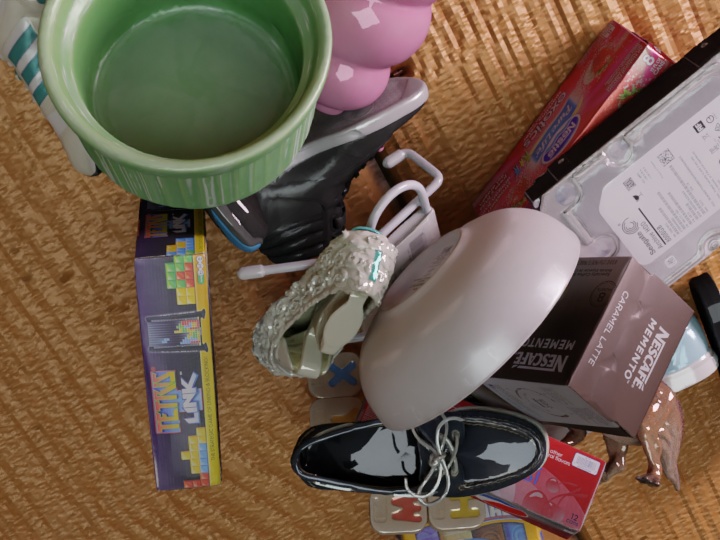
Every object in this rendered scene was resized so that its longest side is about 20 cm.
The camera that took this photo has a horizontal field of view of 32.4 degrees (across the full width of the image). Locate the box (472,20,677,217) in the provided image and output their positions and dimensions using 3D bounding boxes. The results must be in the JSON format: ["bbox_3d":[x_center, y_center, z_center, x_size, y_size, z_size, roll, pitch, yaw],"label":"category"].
[{"bbox_3d":[0.196,-0.091,1.026,0.100,0.096,0.200,32,106,-19],"label":"box"}]

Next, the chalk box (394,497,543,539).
[{"bbox_3d":[0.094,0.234,1.117,0.123,0.124,0.201,-11,81,-3],"label":"chalk box"}]

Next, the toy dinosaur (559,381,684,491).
[{"bbox_3d":[0.219,0.103,1.057,0.200,0.086,0.136,33,66,-6],"label":"toy dinosaur"}]

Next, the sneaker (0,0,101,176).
[{"bbox_3d":[-0.245,-0.170,0.965,0.093,0.070,0.201,0,118,15],"label":"sneaker"}]

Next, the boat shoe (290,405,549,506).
[{"bbox_3d":[0.045,0.140,0.954,0.199,0.062,0.075,2,88,7],"label":"boat shoe"}]

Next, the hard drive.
[{"bbox_3d":[0.245,-0.073,0.968,0.200,0.038,0.140,-38,114,9],"label":"hard drive"}]

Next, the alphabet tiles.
[{"bbox_3d":[0.052,0.125,1.074,0.195,0.015,0.201,-2,73,-1],"label":"alphabet tiles"}]

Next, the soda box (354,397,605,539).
[{"bbox_3d":[0.094,0.150,1.021,0.199,0.070,0.064,24,75,7],"label":"soda box"}]

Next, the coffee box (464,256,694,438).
[{"bbox_3d":[0.143,0.056,0.972,0.080,0.200,0.115,38,72,-26],"label":"coffee box"}]

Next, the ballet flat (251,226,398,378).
[{"bbox_3d":[-0.034,0.043,0.951,0.072,0.072,0.200,19,140,-14],"label":"ballet flat"}]

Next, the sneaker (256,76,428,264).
[{"bbox_3d":[-0.019,-0.079,1.025,0.200,0.071,0.099,-30,121,6],"label":"sneaker"}]

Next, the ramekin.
[{"bbox_3d":[-0.121,-0.142,0.883,0.199,0.098,0.201,1,70,-3],"label":"ramekin"}]

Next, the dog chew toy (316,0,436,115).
[{"bbox_3d":[0.007,-0.211,0.944,0.124,0.125,0.201,16,118,-13],"label":"dog chew toy"}]

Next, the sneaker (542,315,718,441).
[{"bbox_3d":[0.218,0.090,1.129,0.199,0.074,0.082,-25,96,1],"label":"sneaker"}]

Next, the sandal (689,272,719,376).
[{"bbox_3d":[0.355,0.089,1.133,0.048,0.075,0.201,-22,113,7],"label":"sandal"}]

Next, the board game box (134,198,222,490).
[{"bbox_3d":[-0.147,0.049,1.006,0.056,0.165,0.201,-3,113,-5],"label":"board game box"}]

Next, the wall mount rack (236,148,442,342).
[{"bbox_3d":[0.000,0.000,1.005,0.174,0.075,0.200,-41,147,-16],"label":"wall mount rack"}]

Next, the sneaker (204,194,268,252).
[{"bbox_3d":[-0.108,-0.113,0.958,0.082,0.073,0.201,-23,83,-8],"label":"sneaker"}]

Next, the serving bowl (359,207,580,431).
[{"bbox_3d":[0.067,0.022,0.916,0.200,0.200,0.066,-43,101,11],"label":"serving bowl"}]
